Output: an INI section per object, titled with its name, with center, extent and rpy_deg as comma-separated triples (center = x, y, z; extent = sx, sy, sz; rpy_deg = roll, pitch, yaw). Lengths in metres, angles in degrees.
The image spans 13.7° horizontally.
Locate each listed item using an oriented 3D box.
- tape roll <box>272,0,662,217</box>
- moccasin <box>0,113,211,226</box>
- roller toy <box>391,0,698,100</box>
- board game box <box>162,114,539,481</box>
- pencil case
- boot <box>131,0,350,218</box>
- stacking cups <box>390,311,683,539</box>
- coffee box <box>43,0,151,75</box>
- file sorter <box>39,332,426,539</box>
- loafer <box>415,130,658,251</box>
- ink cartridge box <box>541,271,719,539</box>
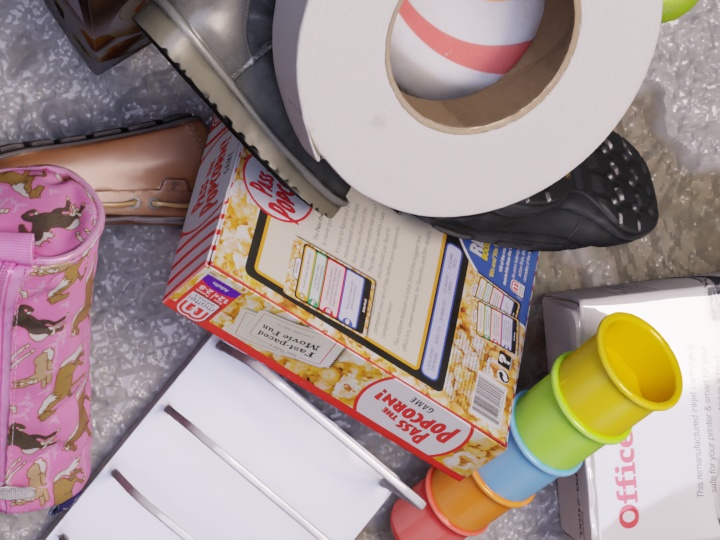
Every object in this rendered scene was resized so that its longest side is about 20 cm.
[tape roll]
center = 0.054, -0.122, 1.479
extent = 0.202, 0.037, 0.204
rpy_deg = -12, 122, -19
[moccasin]
center = -0.173, -0.030, 1.620
extent = 0.200, 0.074, 0.078
rpy_deg = -11, 89, -21
[roller toy]
center = 0.069, -0.172, 1.622
extent = 0.200, 0.140, 0.182
rpy_deg = 44, 88, -2
[board game box]
center = 0.000, 0.000, 1.611
extent = 0.200, 0.046, 0.152
rpy_deg = 32, 45, -20
[pencil case]
center = -0.177, 0.038, 1.566
extent = 0.082, 0.087, 0.201
rpy_deg = -14, 134, -25
[boot]
center = 0.004, -0.143, 1.510
extent = 0.200, 0.073, 0.182
rpy_deg = -44, 134, -3
[stacking cups]
center = 0.086, 0.096, 1.631
extent = 0.060, 0.061, 0.200
rpy_deg = 43, 127, -12
[coffee box]
center = -0.114, -0.182, 1.544
extent = 0.114, 0.200, 0.080
rpy_deg = -33, 83, -7
[file sorter]
center = -0.081, 0.155, 1.624
extent = 0.139, 0.125, 0.200
rpy_deg = 40, 86, -12
[loafer]
center = 0.096, -0.045, 1.641
extent = 0.200, 0.070, 0.068
rpy_deg = 5, 71, -54
[ink cartridge box]
center = 0.211, 0.075, 1.699
extent = 0.199, 0.084, 0.146
rpy_deg = -6, 95, -12
